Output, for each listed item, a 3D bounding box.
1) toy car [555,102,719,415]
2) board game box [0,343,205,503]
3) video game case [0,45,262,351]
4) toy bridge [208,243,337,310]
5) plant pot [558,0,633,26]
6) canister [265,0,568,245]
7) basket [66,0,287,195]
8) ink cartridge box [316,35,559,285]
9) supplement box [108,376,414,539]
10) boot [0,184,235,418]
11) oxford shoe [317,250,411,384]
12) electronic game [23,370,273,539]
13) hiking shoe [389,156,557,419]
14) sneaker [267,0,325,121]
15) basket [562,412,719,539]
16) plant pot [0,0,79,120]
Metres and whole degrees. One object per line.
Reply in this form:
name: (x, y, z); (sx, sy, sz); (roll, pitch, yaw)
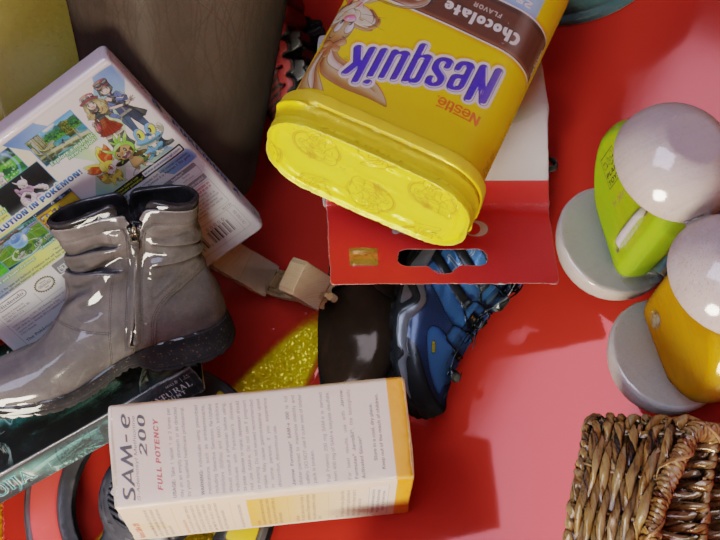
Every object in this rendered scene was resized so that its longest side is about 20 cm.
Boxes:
toy car: (0.232, -0.014, 1.362); (0.149, 0.175, 0.201); (-14, 67, -22)
board game box: (-0.212, 0.082, 1.508); (0.199, 0.028, 0.136); (-30, 40, 8)
video game case: (-0.198, -0.035, 1.419); (0.199, 0.182, 0.022); (-34, 36, 11)
toy bridge: (-0.086, -0.004, 1.494); (0.199, 0.067, 0.027); (20, 81, 43)
plant pot: (0.124, -0.301, 1.440); (0.198, 0.196, 0.202); (-5, 74, 16)
canister: (0.043, -0.137, 1.380); (0.147, 0.087, 0.201); (23, 65, 6)
basket: (-0.128, -0.151, 1.444); (0.179, 0.201, 0.136); (-17, 40, -27)
ink cartridge box: (0.052, -0.080, 1.416); (0.159, 0.050, 0.201); (-1, 48, -4)
supplement box: (-0.066, 0.129, 1.398); (0.198, 0.126, 0.074); (-6, 73, -3)
boot: (-0.193, 0.015, 1.411); (0.198, 0.133, 0.070); (-20, 30, -4)
oxford shoe: (0.000, 0.000, 1.462); (0.072, 0.084, 0.202); (5, 79, 18)
electronic game: (-0.153, 0.165, 1.492); (0.198, 0.042, 0.202); (-5, 75, 17)
hiking shoe: (0.076, 0.008, 1.438); (0.086, 0.074, 0.202); (8, 78, 21)
sneaker: (-0.082, -0.182, 1.547); (0.097, 0.071, 0.202); (-23, 73, 19)
basket: (0.209, 0.195, 1.306); (0.148, 0.143, 0.202); (5, 78, 20)
plant pot: (-0.229, -0.177, 1.547); (0.141, 0.200, 0.201); (-22, 67, -16)
